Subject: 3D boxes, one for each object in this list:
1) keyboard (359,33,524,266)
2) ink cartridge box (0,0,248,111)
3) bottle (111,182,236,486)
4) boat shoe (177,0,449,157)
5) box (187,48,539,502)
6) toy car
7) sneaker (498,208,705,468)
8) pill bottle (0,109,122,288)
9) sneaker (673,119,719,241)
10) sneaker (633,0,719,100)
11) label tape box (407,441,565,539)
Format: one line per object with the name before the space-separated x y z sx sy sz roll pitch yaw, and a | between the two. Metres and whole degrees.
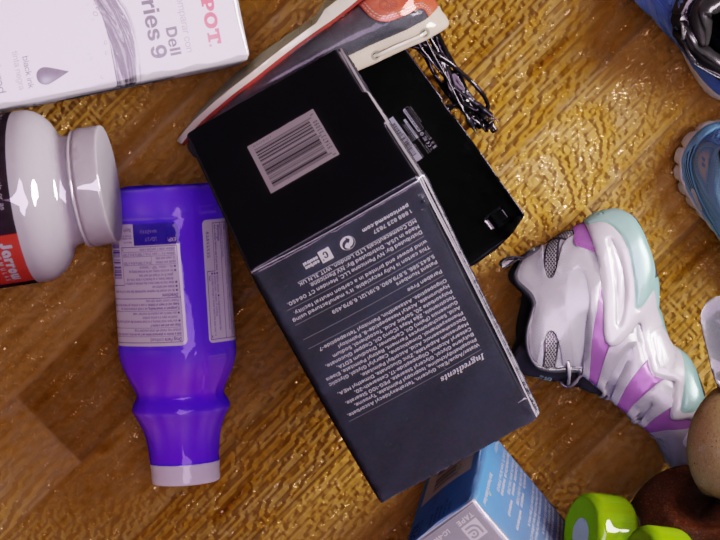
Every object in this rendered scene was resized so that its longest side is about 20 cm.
keyboard | 0.044 -0.102 1.564 0.104 0.040 0.200 -33 98 19
ink cartridge box | -0.184 -0.190 1.497 0.199 0.084 0.147 -12 94 -7
bottle | -0.123 0.042 1.516 0.065 0.083 0.201 -7 94 -46
boat shoe | -0.034 -0.131 1.514 0.200 0.071 0.063 -37 103 11
box | 0.000 0.000 1.437 0.124 0.200 0.197 -29 122 0
toy car | 0.247 0.119 1.477 0.163 0.158 0.201 8 97 -23
sneaker | 0.155 0.070 1.564 0.139 0.078 0.201 -21 91 -1
pill bottle | -0.259 -0.041 1.465 0.199 0.112 0.113 -9 94 4
sneaker | 0.291 -0.013 1.563 0.078 0.090 0.200 -39 97 -4
sneaker | 0.220 -0.200 1.535 0.077 0.111 0.200 -37 96 -4
label tape box | 0.121 0.219 1.519 0.066 0.143 0.200 -37 97 14
